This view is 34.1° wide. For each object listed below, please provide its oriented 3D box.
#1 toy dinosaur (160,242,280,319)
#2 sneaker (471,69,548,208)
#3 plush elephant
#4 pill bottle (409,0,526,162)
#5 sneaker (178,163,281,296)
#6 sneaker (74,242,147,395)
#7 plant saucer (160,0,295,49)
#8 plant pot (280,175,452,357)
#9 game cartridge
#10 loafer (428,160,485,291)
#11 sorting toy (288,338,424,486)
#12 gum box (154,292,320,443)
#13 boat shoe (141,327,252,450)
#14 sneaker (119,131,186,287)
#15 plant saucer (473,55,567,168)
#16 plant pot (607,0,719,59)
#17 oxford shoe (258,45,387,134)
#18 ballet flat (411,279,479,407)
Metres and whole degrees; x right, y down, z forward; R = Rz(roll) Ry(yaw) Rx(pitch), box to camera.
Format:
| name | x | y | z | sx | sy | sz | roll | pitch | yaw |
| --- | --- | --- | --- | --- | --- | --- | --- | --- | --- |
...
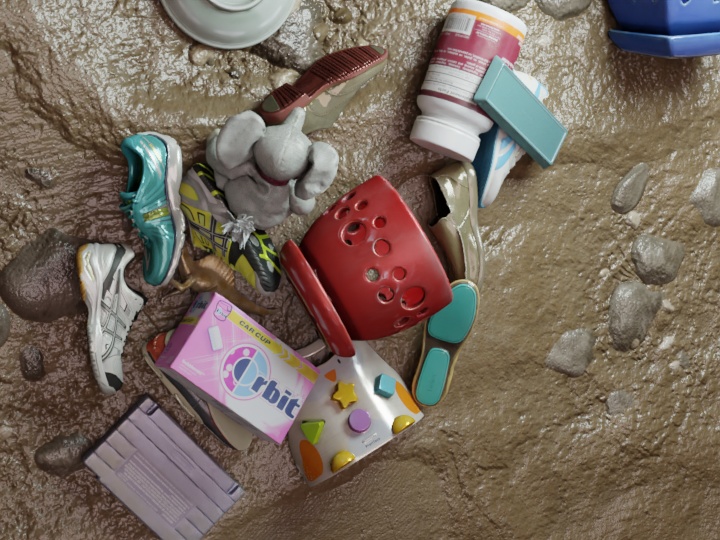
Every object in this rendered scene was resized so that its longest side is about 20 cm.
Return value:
| name | x | y | z | sx | sy | sz | roll | pitch | yaw |
| --- | --- | --- | --- | --- | --- | --- | --- | --- | --- |
| toy dinosaur | -0.201 | 0.032 | 1.585 | 0.199 | 0.058 | 0.102 | 38 | 84 | -18 |
| sneaker | 0.210 | -0.183 | 1.679 | 0.080 | 0.076 | 0.202 | 15 | 96 | -26 |
| plush elephant | -0.112 | -0.139 | 1.502 | 0.164 | 0.201 | 0.155 | 29 | 123 | -14 |
| pill bottle | 0.146 | -0.261 | 1.626 | 0.113 | 0.114 | 0.202 | 20 | 91 | -19 |
| sneaker | -0.178 | -0.044 | 1.559 | 0.076 | 0.075 | 0.201 | -39 | 78 | 17 |
| sneaker | -0.320 | 0.063 | 1.542 | 0.087 | 0.076 | 0.203 | -8 | 100 | -16 |
| plant saucer | -0.171 | -0.394 | 1.542 | 0.198 | 0.050 | 0.203 | -2 | 98 | -17 |
| plant pot | 0.000 | 0.000 | 1.573 | 0.181 | 0.200 | 0.202 | -29 | 105 | -6 |
| game cartridge | -0.270 | 0.282 | 1.610 | 0.130 | 0.038 | 0.200 | -43 | 107 | -4 |
| loafer | 0.132 | -0.055 | 1.674 | 0.067 | 0.076 | 0.203 | -5 | 89 | -16 |
| sorting toy | -0.030 | 0.175 | 1.652 | 0.199 | 0.107 | 0.181 | -31 | 86 | -11 |
| gum box | -0.156 | 0.132 | 1.550 | 0.199 | 0.066 | 0.114 | 39 | 71 | -23 |
| boat shoe | -0.220 | 0.167 | 1.597 | 0.062 | 0.071 | 0.201 | -23 | 112 | 31 |
| sneaker | -0.279 | -0.079 | 1.529 | 0.079 | 0.077 | 0.203 | -4 | 89 | -43 |
| plant saucer | 0.228 | -0.215 | 1.627 | 0.200 | 0.019 | 0.070 | 35 | 80 | -45 |
| plant pot | 0.466 | -0.401 | 1.672 | 0.197 | 0.200 | 0.182 | -9 | 107 | -16 |
| oxford shoe | -0.044 | -0.240 | 1.604 | 0.199 | 0.070 | 0.075 | -31 | 130 | -11 |
| ballet flat | 0.118 | 0.096 | 1.675 | 0.068 | 0.063 | 0.202 | 21 | 109 | 2 |
